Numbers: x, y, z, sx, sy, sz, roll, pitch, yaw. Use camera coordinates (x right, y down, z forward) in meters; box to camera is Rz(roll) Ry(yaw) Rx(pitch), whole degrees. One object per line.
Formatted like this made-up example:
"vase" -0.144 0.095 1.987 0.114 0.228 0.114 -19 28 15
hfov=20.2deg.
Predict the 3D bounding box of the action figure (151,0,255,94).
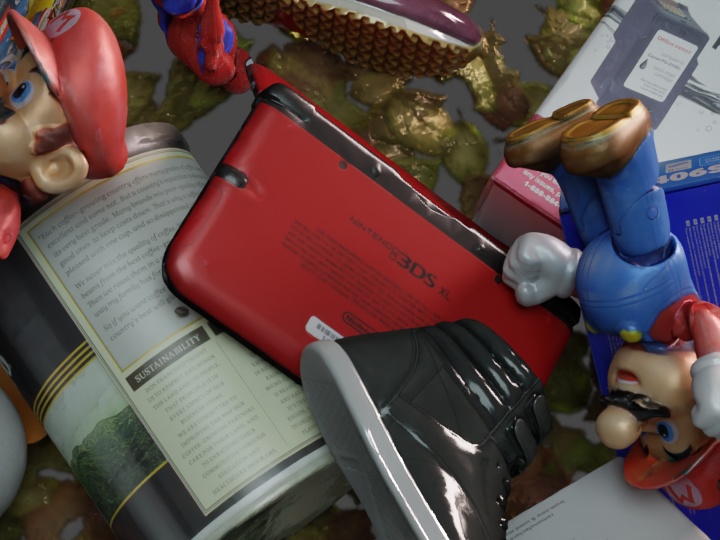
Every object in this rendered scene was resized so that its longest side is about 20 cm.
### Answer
"action figure" -0.102 -0.157 1.082 0.052 0.200 0.065 -43 52 -9

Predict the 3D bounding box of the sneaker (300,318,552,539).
"sneaker" 0.058 0.106 0.919 0.099 0.071 0.201 -20 71 -22

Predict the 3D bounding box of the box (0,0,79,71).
"box" -0.204 -0.116 1.084 0.038 0.137 0.201 22 71 4

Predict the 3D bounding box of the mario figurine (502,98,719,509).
"mario figurine" 0.123 0.027 0.947 0.106 0.124 0.201 -21 103 14

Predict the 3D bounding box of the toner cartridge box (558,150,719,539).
"toner cartridge box" 0.169 0.044 1.038 0.094 0.043 0.201 -11 110 11

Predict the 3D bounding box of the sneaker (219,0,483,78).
"sneaker" -0.018 -0.178 1.152 0.199 0.075 0.091 19 74 0

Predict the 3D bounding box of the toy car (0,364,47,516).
"toy car" -0.246 0.099 1.019 0.176 0.185 0.200 28 43 6

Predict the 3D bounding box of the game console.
"game console" 0.000 0.000 1.037 0.200 0.119 0.173 35 67 -13

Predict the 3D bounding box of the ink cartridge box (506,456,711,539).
"ink cartridge box" 0.139 0.212 0.956 0.125 0.129 0.200 -29 38 -14

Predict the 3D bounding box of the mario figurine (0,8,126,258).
"mario figurine" -0.196 -0.051 0.926 0.200 0.106 0.124 -43 80 2

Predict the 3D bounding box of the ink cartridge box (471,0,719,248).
"ink cartridge box" 0.179 -0.076 1.126 0.144 0.084 0.200 34 73 6

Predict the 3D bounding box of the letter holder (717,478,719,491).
"letter holder" 0.272 0.137 0.944 0.101 0.200 0.142 -48 55 -5

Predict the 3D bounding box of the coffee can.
"coffee can" -0.097 0.047 1.032 0.146 0.146 0.200 -33 77 -14
